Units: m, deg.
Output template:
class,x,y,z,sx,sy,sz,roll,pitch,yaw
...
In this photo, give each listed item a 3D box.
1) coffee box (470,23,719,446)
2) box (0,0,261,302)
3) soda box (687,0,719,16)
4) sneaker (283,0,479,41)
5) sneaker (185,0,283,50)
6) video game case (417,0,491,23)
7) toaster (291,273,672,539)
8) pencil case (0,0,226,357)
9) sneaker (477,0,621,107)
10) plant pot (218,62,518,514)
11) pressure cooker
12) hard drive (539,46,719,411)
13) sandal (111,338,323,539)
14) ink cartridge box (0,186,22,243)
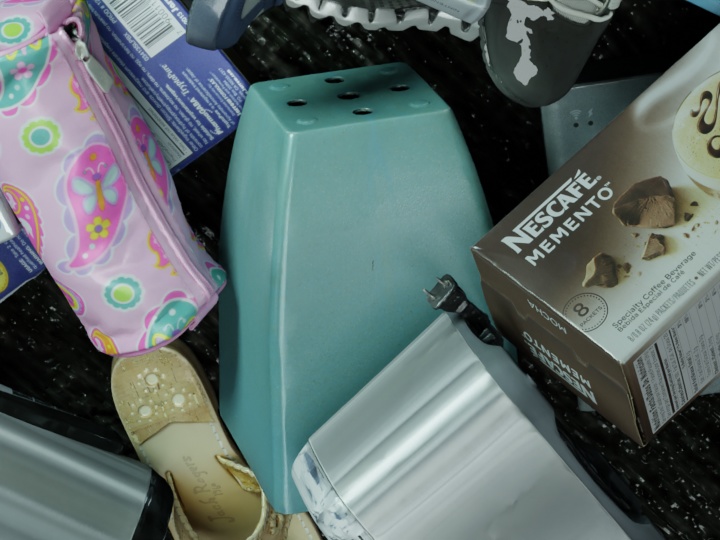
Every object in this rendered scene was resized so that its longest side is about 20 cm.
class,x,y,z,sx,sy,sz,roll,pitch,yaw
coffee box,0.168,-0.024,1.462,0.200,0.113,0.080,-41,144,-14
box,-0.163,-0.080,1.563,0.200,0.032,0.121,-35,112,13
soda box,0.240,-0.154,1.527,0.199,0.064,0.068,24,113,-14
sneaker,0.033,-0.168,1.514,0.199,0.067,0.091,11,112,-12
sneaker,-0.010,-0.181,1.448,0.082,0.070,0.200,33,77,2
video game case,0.003,-0.241,1.422,0.182,0.201,0.022,23,155,-13
toaster,0.056,0.113,1.461,0.129,0.114,0.200,-40,116,2
pencil case,-0.143,-0.053,1.512,0.087,0.088,0.200,-21,115,8
sneaker,0.120,-0.176,1.456,0.074,0.088,0.201,13,96,-31
plant pot,0.000,0.000,1.543,0.141,0.141,0.201,-9,112,-13
pressure cooker,-0.221,0.152,1.591,0.199,0.179,0.176,25,115,-8
hard drive,0.177,-0.024,1.605,0.139,0.033,0.201,-8,116,1
sandal,-0.083,0.137,1.651,0.077,0.070,0.212,-25,114,10
ink cartridge box,-0.305,-0.074,1.530,0.199,0.043,0.199,-22,100,10
